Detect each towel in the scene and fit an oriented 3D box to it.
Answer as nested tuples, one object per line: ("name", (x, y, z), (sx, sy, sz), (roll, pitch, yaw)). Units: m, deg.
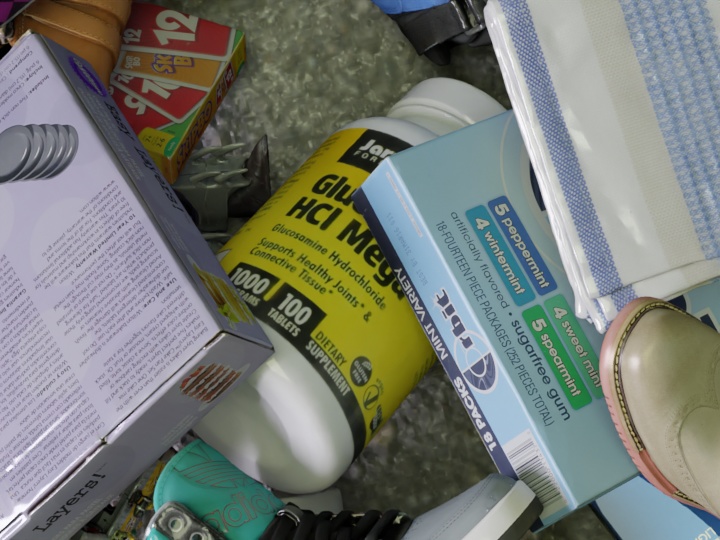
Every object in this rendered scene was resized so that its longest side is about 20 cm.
("towel", (0.161, -0.077, 0.728), (0.198, 0.024, 0.148), (-21, 95, -8))

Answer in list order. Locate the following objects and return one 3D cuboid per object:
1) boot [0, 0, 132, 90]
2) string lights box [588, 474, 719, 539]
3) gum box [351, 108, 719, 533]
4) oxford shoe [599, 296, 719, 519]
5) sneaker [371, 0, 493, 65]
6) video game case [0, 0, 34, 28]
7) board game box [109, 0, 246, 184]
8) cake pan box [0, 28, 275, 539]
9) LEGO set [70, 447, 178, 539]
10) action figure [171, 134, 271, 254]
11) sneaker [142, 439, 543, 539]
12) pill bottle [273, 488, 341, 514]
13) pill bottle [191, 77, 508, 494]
("boot", (-0.127, -0.148, 0.857), (0.198, 0.077, 0.156), (-4, 50, -3))
("string lights box", (0.150, 0.117, 0.844), (0.059, 0.103, 0.201), (-37, 84, 1))
("gum box", (0.119, 0.000, 0.791), (0.199, 0.045, 0.171), (-22, 78, -32))
("oxford shoe", (0.177, 0.082, 0.721), (0.200, 0.074, 0.071), (43, 71, -27))
("sneaker", (0.064, -0.175, 0.838), (0.077, 0.200, 0.112), (-38, 89, -38))
("video game case", (-0.180, -0.203, 0.851), (0.180, 0.036, 0.200), (29, 62, 35))
("board game box", (-0.168, -0.113, 0.896), (0.198, 0.030, 0.096), (16, 54, 13))
("cake pan box", (-0.160, 0.027, 0.764), (0.200, 0.052, 0.185), (-43, 61, 11))
("LEGO set", (-0.145, 0.130, 0.848), (0.115, 0.154, 0.201), (31, 83, 23))
("action figure", (-0.145, -0.025, 0.894), (0.198, 0.069, 0.132), (-2, 69, -3))
("sneaker", (-0.029, 0.117, 0.742), (0.199, 0.084, 0.121), (-37, 85, 14))
("pill bottle", (-0.040, 0.213, 0.845), (0.111, 0.112, 0.202), (-7, 87, 5))
("pill bottle", (0.000, 0.000, 0.829), (0.112, 0.113, 0.200), (38, 60, 6))
